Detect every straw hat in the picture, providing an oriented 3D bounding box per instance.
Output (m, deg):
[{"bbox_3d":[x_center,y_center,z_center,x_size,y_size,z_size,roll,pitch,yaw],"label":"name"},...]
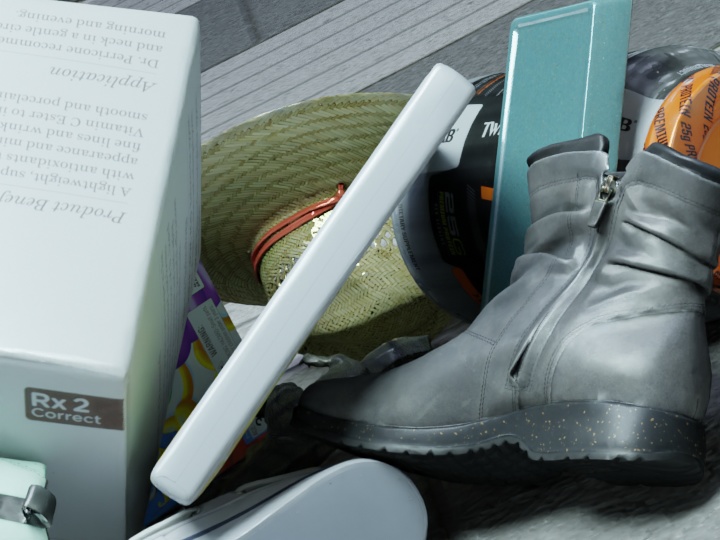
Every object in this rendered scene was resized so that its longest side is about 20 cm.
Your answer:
[{"bbox_3d":[0.000,0.000,1.395,0.201,0.201,0.085,-23,59,16],"label":"straw hat"}]

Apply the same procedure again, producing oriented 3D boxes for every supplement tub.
[{"bbox_3d":[0.112,-0.035,1.280,0.122,0.123,0.200,-35,15,-28],"label":"supplement tub"}]

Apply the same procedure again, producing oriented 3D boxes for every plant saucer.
[{"bbox_3d":[0.077,-0.017,1.197,0.019,0.200,0.070,14,-12,-34],"label":"plant saucer"}]

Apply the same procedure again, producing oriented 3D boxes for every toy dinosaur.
[{"bbox_3d":[-0.040,0.079,1.317,0.088,0.047,0.200,-6,28,39],"label":"toy dinosaur"}]

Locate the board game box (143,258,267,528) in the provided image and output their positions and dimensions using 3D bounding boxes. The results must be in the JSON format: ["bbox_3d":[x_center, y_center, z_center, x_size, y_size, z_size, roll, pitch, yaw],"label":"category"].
[{"bbox_3d":[-0.155,0.084,1.379,0.200,0.105,0.103,-35,16,-26],"label":"board game box"}]

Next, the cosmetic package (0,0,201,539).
[{"bbox_3d":[-0.162,0.005,1.246,0.165,0.165,0.200,8,52,3],"label":"cosmetic package"}]

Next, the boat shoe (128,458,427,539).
[{"bbox_3d":[-0.068,0.134,1.138,0.200,0.074,0.065,-21,7,-19],"label":"boat shoe"}]

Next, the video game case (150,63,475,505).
[{"bbox_3d":[-0.023,0.012,1.200,0.200,0.023,0.182,-55,0,-6],"label":"video game case"}]

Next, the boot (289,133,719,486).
[{"bbox_3d":[0.065,0.016,1.143,0.200,0.132,0.070,-1,-15,38],"label":"boot"}]

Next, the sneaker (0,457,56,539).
[{"bbox_3d":[-0.171,0.159,1.124,0.118,0.201,0.074,7,-20,-5],"label":"sneaker"}]
